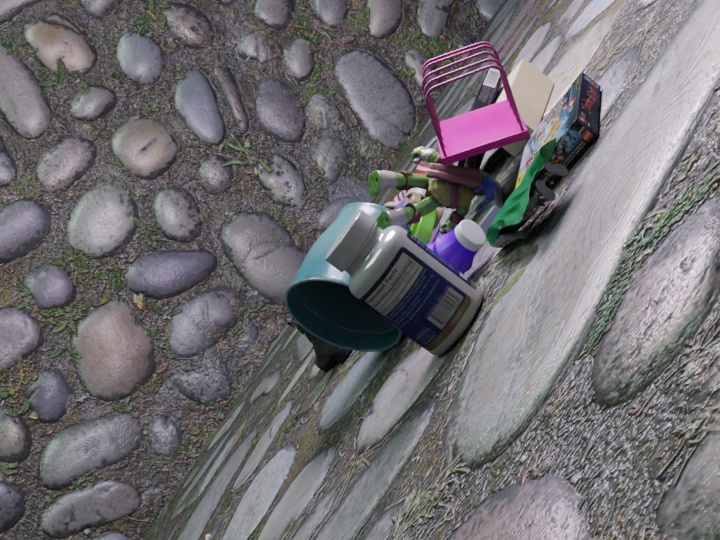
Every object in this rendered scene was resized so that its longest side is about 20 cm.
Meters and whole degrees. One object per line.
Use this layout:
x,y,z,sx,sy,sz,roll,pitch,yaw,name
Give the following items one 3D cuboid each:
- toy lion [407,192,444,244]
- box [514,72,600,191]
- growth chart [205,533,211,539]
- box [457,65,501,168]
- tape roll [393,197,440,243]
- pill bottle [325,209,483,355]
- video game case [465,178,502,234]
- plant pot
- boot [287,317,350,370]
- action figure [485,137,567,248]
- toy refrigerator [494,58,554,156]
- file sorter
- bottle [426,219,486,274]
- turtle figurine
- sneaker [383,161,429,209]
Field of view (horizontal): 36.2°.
0.082,-0.014,1.942,0.192,0.068,0.201,-83,16,-66,toy lion
0.282,-0.189,1.564,0.137,0.038,0.200,-51,7,30,box
-0.361,0.624,2.163,0.201,0.018,0.145,-52,7,27,growth chart
0.216,-0.252,2.024,0.201,0.036,0.144,96,-166,-53,box
0.066,-0.039,2.176,0.201,0.085,0.200,-53,7,10,tape roll
0.055,0.012,1.459,0.111,0.199,0.111,-52,6,8,pill bottle
0.162,-0.047,1.786,0.201,0.022,0.183,-52,7,18,video game case
0.000,0.000,1.809,0.200,0.199,0.189,-44,20,56,plant pot
-0.090,0.131,2.217,0.070,0.131,0.200,-57,7,-23,boot
0.210,-0.078,1.454,0.119,0.054,0.200,-59,1,-25,action figure
0.279,-0.288,1.947,0.070,0.076,0.201,-49,9,38,toy refrigerator
0.172,-0.272,1.738,0.138,0.127,0.200,-18,21,8,file sorter
0.110,0.005,1.628,0.065,0.084,0.200,-3,-33,-41,bottle
0.103,-0.119,1.770,0.200,0.192,0.146,40,135,55,turtle figurine
0.122,-0.180,2.554,0.200,0.071,0.113,-27,30,60,sneaker
